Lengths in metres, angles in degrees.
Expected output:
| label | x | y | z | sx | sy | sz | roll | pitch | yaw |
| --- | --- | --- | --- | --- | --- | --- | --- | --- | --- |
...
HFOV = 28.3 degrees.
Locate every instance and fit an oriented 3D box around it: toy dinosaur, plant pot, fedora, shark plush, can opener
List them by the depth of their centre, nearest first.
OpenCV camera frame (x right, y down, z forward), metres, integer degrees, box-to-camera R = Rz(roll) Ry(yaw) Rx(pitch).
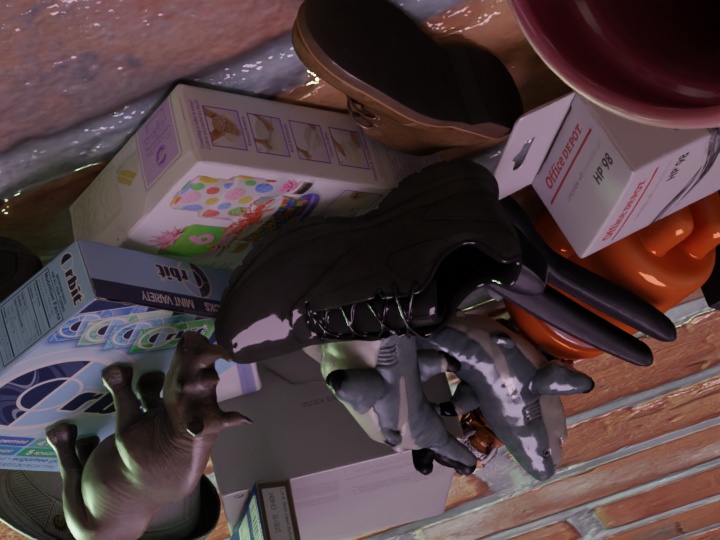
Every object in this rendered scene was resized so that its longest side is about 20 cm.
| label | x | y | z | sx | sy | sz | roll | pitch | yaw |
| --- | --- | --- | --- | --- | --- | --- | --- | --- | --- |
| plant pot | 0.185 | -0.171 | 0.653 | 0.200 | 0.201 | 0.178 | -35 | 166 | 37 |
| can opener | 0.130 | 0.013 | 0.978 | 0.199 | 0.079 | 0.063 | 31 | 131 | -23 |
| shark plush | 0.035 | 0.083 | 0.983 | 0.083 | 0.091 | 0.201 | -38 | 114 | -3 |
| shark plush | 0.089 | 0.079 | 1.057 | 0.199 | 0.084 | 0.091 | 35 | 171 | -36 |
| fedora | -0.200 | 0.145 | 1.125 | 0.176 | 0.199 | 0.091 | -18 | 126 | -54 |
| toy dinosaur | 0.146 | 0.086 | 1.210 | 0.199 | 0.103 | 0.136 | -31 | 180 | -6 |

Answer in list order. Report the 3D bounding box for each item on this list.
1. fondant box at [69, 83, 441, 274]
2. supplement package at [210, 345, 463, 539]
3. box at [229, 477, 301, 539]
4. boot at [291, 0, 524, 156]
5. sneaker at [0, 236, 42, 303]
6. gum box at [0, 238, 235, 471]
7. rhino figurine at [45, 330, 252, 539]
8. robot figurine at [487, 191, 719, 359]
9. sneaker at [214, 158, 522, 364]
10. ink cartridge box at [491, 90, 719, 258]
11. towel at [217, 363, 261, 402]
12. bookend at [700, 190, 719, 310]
| label | x | y | z | sx | sy | sz | roll | pitch | yaw |
| --- | --- | --- | --- | --- | --- | --- | --- | --- | --- |
| fondant box | -0.062 | -0.043 | 0.908 | 0.199 | 0.059 | 0.144 | 4 | 149 | -40 |
| supplement package | -0.031 | 0.125 | 1.173 | 0.189 | 0.148 | 0.200 | -12 | 156 | -7 |
| box | -0.072 | 0.249 | 1.089 | 0.032 | 0.122 | 0.200 | -5 | 155 | -17 |
| boot | 0.015 | -0.102 | 0.821 | 0.075 | 0.074 | 0.199 | -23 | 159 | 30 |
| sneaker | -0.250 | 0.046 | 0.936 | 0.088 | 0.078 | 0.200 | 21 | 138 | -36 |
| gum box | -0.177 | 0.062 | 0.906 | 0.199 | 0.045 | 0.169 | -35 | 153 | 26 |
| rhino figurine | -0.127 | 0.103 | 0.871 | 0.059 | 0.088 | 0.200 | 0 | 147 | -43 |
| robot figurine | 0.184 | -0.007 | 1.065 | 0.200 | 0.117 | 0.144 | -42 | -177 | 45 |
| sneaker | 0.006 | 0.008 | 0.859 | 0.199 | 0.091 | 0.076 | -28 | 138 | 0 |
| ink cartridge box | 0.184 | -0.080 | 0.908 | 0.199 | 0.067 | 0.116 | -26 | 160 | -19 |
| towel | -0.174 | 0.055 | 1.023 | 0.198 | 0.024 | 0.148 | -14 | 130 | -5 |
| bookend | 0.352 | -0.002 | 1.080 | 0.198 | 0.202 | 0.092 | -34 | 150 | 33 |
